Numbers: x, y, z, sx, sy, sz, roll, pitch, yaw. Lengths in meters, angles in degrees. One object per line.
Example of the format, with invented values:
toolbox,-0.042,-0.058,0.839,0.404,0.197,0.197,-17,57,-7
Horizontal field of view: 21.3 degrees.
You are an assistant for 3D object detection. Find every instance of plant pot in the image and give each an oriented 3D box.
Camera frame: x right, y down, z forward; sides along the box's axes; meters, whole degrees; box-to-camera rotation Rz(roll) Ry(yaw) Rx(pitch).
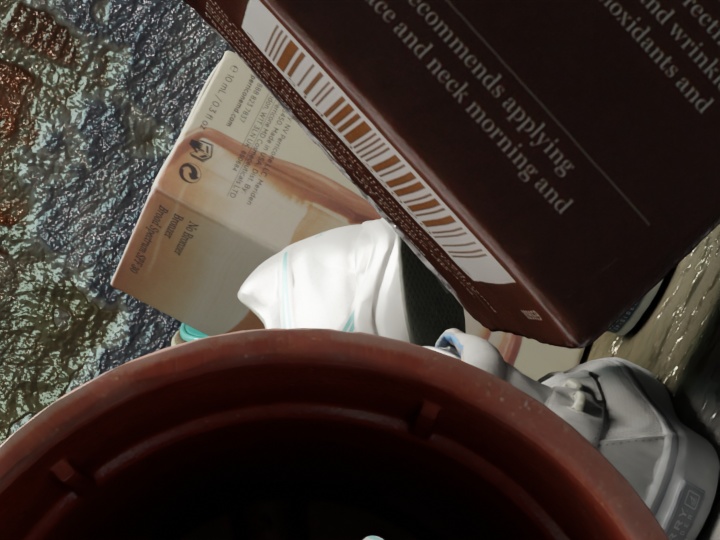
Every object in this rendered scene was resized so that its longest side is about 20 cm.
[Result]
plant pot,-0.017,0.127,0.527,0.201,0.200,0.195,-63,-3,-9

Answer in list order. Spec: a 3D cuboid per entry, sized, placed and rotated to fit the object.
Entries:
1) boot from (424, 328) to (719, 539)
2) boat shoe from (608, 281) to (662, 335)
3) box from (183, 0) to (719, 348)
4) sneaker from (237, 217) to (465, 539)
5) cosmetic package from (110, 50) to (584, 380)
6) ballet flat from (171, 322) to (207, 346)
boot,0.053,0.050,0.658,0.074,0.095,0.200,-62,5,-1
boat shoe,0.097,-0.064,0.827,0.071,0.091,0.200,-58,7,40
box,0.070,-0.102,0.600,0.200,0.166,0.164,-42,3,-4
sneaker,0.003,0.081,0.721,0.070,0.080,0.201,15,-114,-66
cosmetic package,0.000,0.000,0.866,0.087,0.200,0.103,-66,5,-33
ballet flat,-0.056,0.043,1.099,0.200,0.067,0.063,-43,-43,-70
